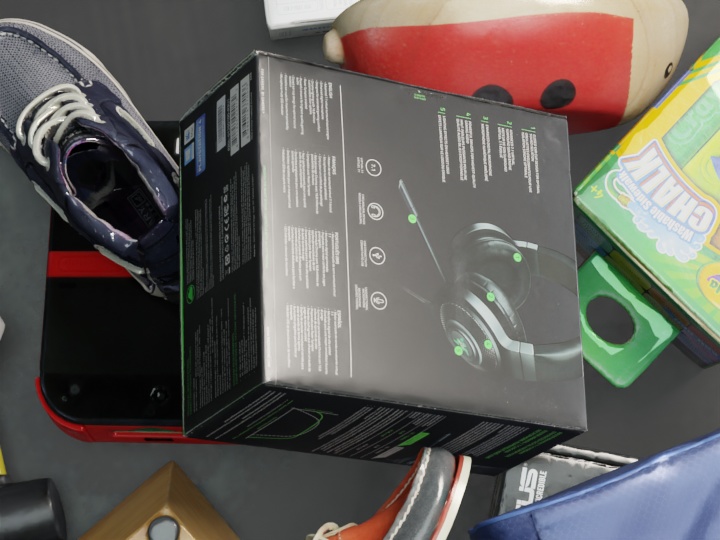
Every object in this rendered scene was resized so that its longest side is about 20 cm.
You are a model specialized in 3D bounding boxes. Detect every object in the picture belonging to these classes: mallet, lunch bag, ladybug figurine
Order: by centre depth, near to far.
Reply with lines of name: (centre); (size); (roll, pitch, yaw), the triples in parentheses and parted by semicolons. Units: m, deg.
lunch bag: (0.148, 0.160, 1.231); (0.199, 0.136, 0.133); (-22, 84, -2)
ladybug figurine: (0.079, -0.112, 1.337); (0.198, 0.136, 0.073); (-2, 79, -6)
mallet: (-0.201, 0.061, 1.372); (0.065, 0.041, 0.202); (-6, 81, 0)

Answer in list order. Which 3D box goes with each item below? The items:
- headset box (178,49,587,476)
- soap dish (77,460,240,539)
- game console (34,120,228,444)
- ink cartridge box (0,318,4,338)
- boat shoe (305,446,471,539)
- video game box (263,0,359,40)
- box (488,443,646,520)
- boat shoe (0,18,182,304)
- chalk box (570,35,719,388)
headset box: (0.016, 0.001, 1.263); (0.199, 0.093, 0.175); (9, 67, -28)
soap dish: (-0.097, 0.228, 1.335); (0.157, 0.081, 0.200); (-40, 88, -4)
game console: (-0.077, 0.005, 1.358); (0.198, 0.031, 0.178); (0, 74, 11)
ink cartridge box: (-0.299, 0.090, 1.344); (0.160, 0.050, 0.201); (19, 83, 14)
boat shoe: (-0.014, 0.166, 1.254); (0.062, 0.071, 0.201); (33, 104, 0)
video game box: (0.027, -0.238, 1.395); (0.181, 0.047, 0.202); (-6, 85, 0)
box: (0.139, 0.201, 1.339); (0.163, 0.086, 0.202); (11, 85, 1)
boat shoe: (-0.151, -0.073, 1.330); (0.075, 0.093, 0.200); (-45, 71, -3)
chalk box: (0.185, -0.030, 1.341); (0.124, 0.124, 0.200); (42, 85, 3)
